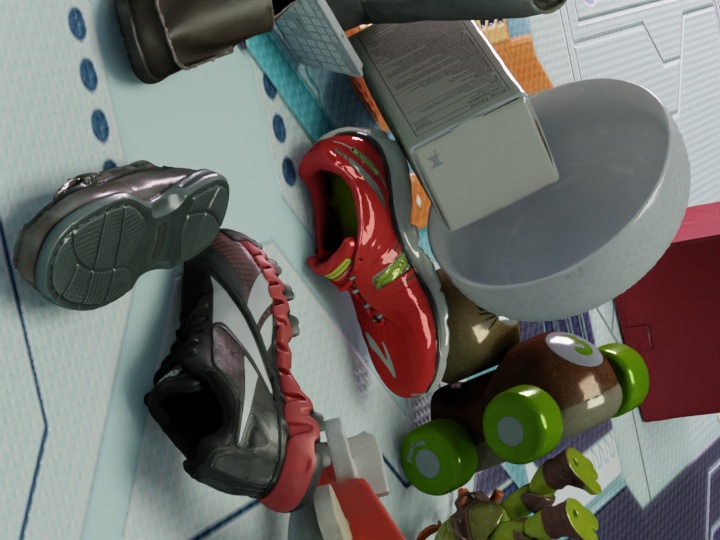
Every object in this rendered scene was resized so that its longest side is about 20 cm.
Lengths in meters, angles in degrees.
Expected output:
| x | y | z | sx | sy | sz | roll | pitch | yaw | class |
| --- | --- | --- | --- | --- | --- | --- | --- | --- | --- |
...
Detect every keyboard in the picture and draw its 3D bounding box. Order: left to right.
| x | y | z | sx | sy | sz | roll | pitch | yaw | class |
| --- | --- | --- | --- | --- | --- | --- | --- | --- | --- |
| -0.056 | -0.198 | 1.629 | 0.011 | 0.056 | 0.200 | -65 | 146 | -25 | keyboard |

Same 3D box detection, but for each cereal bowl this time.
| x | y | z | sx | sy | sz | roll | pitch | yaw | class |
| --- | --- | --- | --- | --- | --- | --- | --- | --- | --- |
| 0.151 | -0.039 | 1.724 | 0.083 | 0.199 | 0.200 | 54 | 35 | -36 | cereal bowl |

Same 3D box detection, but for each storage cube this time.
| x | y | z | sx | sy | sz | roll | pitch | yaw | class |
| --- | --- | --- | --- | --- | --- | --- | --- | --- | --- |
| 0.360 | 0.030 | 2.333 | 0.171 | 0.179 | 0.201 | -35 | 114 | -64 | storage cube |

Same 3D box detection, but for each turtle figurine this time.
| x | y | z | sx | sy | sz | roll | pitch | yaw | class |
| --- | --- | --- | --- | --- | --- | --- | --- | --- | --- |
| 0.096 | 0.185 | 1.740 | 0.064 | 0.161 | 0.200 | 53 | 27 | -15 | turtle figurine |

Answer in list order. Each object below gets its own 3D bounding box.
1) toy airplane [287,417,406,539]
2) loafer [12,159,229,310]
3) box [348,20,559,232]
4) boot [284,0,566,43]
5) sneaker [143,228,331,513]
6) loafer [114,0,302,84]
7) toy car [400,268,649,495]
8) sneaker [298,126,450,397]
| x | y | z | sx | sy | sz | roll | pitch | yaw | class |
| --- | --- | --- | --- | --- | --- | --- | --- | --- | --- |
| -0.010 | 0.198 | 1.526 | 0.200 | 0.141 | 0.199 | 60 | -8 | -22 | toy airplane |
| -0.149 | -0.026 | 1.385 | 0.200 | 0.063 | 0.072 | -22 | 132 | -62 | loafer |
| 0.065 | -0.119 | 1.735 | 0.200 | 0.095 | 0.078 | -113 | 178 | -58 | box |
| 0.058 | -0.213 | 1.723 | 0.073 | 0.199 | 0.182 | 69 | 26 | -19 | boot |
| -0.086 | 0.053 | 1.448 | 0.098 | 0.071 | 0.201 | 8 | 49 | -31 | sneaker |
| -0.093 | -0.174 | 1.528 | 0.200 | 0.071 | 0.073 | -46 | 122 | -62 | loafer |
| 0.096 | 0.043 | 1.795 | 0.164 | 0.158 | 0.201 | -20 | 86 | -53 | toy car |
| 0.000 | 0.000 | 1.696 | 0.085 | 0.077 | 0.201 | -22 | 97 | -46 | sneaker |
